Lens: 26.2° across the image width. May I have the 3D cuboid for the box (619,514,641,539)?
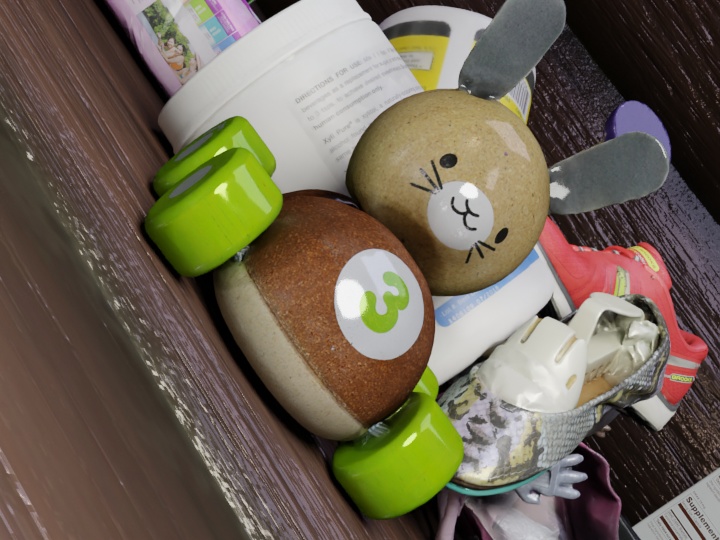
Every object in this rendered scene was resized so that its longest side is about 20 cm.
[{"bbox_3d":[0.196,0.269,0.973,0.200,0.086,0.164,49,6,-50],"label":"box"}]

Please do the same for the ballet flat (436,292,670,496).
[{"bbox_3d":[0.099,0.049,0.784,0.200,0.072,0.072,-20,72,-52],"label":"ballet flat"}]

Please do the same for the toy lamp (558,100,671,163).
[{"bbox_3d":[0.117,-0.050,1.027,0.200,0.058,0.058,-25,-75,49],"label":"toy lamp"}]

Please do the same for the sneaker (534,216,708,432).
[{"bbox_3d":[0.139,0.010,0.922,0.200,0.085,0.077,46,-11,-33],"label":"sneaker"}]

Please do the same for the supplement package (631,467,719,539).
[{"bbox_3d":[0.279,0.260,1.189,0.147,0.200,0.191,57,5,27],"label":"supplement package"}]

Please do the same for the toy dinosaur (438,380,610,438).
[{"bbox_3d":[0.095,0.115,1.117,0.200,0.086,0.135,45,24,8],"label":"toy dinosaur"}]

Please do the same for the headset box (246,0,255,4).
[{"bbox_3d":[-0.125,-0.304,1.244,0.093,0.174,0.200,49,6,-44],"label":"headset box"}]

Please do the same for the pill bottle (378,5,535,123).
[{"bbox_3d":[0.039,-0.056,0.978,0.114,0.114,0.201,50,47,-48],"label":"pill bottle"}]

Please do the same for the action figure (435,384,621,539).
[{"bbox_3d":[0.069,0.119,0.887,0.148,0.135,0.200,5,15,-24],"label":"action figure"}]

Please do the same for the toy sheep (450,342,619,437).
[{"bbox_3d":[0.122,0.050,1.025,0.200,0.138,0.138,14,36,-52],"label":"toy sheep"}]

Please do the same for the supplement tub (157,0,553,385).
[{"bbox_3d":[-0.001,-0.034,0.828,0.201,0.132,0.132,56,5,2],"label":"supplement tub"}]

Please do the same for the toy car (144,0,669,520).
[{"bbox_3d":[0.033,-0.025,0.682,0.165,0.200,0.158,53,5,-15],"label":"toy car"}]

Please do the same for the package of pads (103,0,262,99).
[{"bbox_3d":[-0.092,-0.135,0.978,0.200,0.075,0.121,55,2,2],"label":"package of pads"}]
